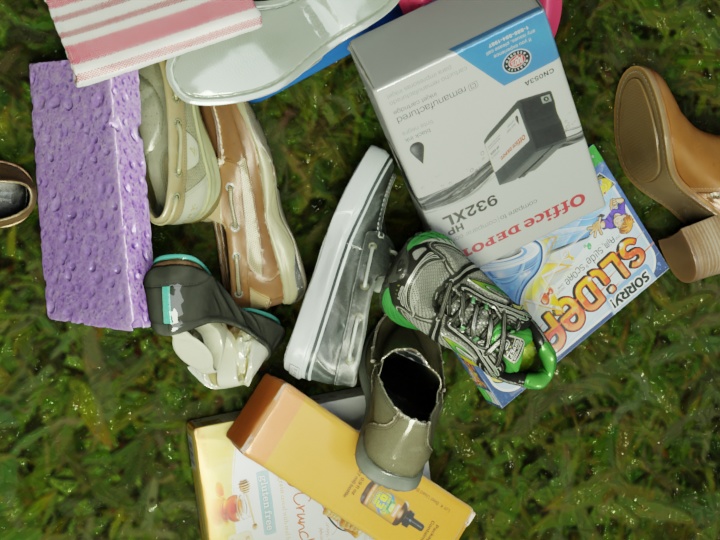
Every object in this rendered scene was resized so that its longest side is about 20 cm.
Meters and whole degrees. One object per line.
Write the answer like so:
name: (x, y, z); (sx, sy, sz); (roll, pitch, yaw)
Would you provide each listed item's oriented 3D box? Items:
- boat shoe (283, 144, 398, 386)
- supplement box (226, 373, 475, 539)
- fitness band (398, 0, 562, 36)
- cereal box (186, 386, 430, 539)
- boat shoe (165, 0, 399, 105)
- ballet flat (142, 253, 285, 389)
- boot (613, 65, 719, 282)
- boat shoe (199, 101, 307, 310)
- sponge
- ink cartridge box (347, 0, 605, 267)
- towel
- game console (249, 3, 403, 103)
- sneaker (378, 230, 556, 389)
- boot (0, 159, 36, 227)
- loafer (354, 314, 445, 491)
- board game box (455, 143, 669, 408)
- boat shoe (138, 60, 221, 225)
boat shoe: (0.000, 0.000, 1.178); (0.070, 0.072, 0.202); (18, 78, 1)
supplement box: (-0.007, 0.164, 1.168); (0.199, 0.069, 0.067); (36, 83, -15)
fitness band: (0.095, -0.240, 1.188); (0.144, 0.037, 0.201); (-44, 127, -21)
cereal box: (-0.038, 0.179, 1.214); (0.197, 0.039, 0.146); (-10, 98, -17)
boat shoe: (-0.058, -0.180, 1.111); (0.198, 0.060, 0.076); (-24, 97, -12)
ballet flat: (-0.113, 0.051, 1.112); (0.067, 0.200, 0.069); (-8, 69, 19)
boot: (0.316, -0.101, 1.294); (0.153, 0.074, 0.202); (-22, 96, -24)
boat shoe: (-0.103, -0.060, 1.155); (0.073, 0.076, 0.202); (-19, 100, -12)
sponge: (-0.204, -0.059, 1.103); (0.030, 0.111, 0.203); (-10, 100, -45)
ink cartridge box: (0.095, -0.113, 1.154); (0.144, 0.084, 0.201); (-25, 129, 1)
towel: (-0.171, -0.230, 1.081); (0.145, 0.030, 0.201); (-20, 63, -12)
game console: (-0.055, -0.266, 1.180); (0.199, 0.118, 0.172); (-29, 134, -13)
sneaker: (0.091, 0.033, 1.142); (0.199, 0.085, 0.079); (30, 90, -44)
boot: (-0.340, -0.057, 1.079); (0.197, 0.075, 0.075); (-4, 98, -16)
loafer: (0.041, 0.089, 1.155); (0.074, 0.201, 0.070); (20, 122, -11)
board game box: (0.156, 0.003, 1.263); (0.199, 0.034, 0.136); (-39, 105, -11)
boat shoe: (-0.165, -0.132, 1.109); (0.072, 0.063, 0.203); (-16, 88, 26)
